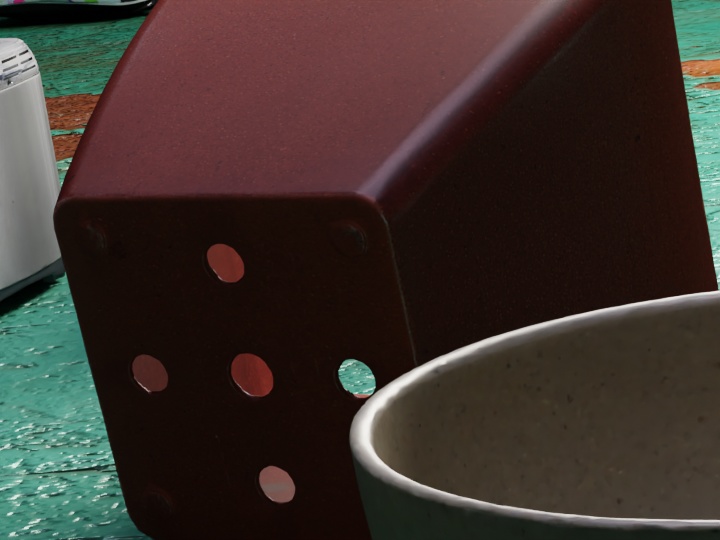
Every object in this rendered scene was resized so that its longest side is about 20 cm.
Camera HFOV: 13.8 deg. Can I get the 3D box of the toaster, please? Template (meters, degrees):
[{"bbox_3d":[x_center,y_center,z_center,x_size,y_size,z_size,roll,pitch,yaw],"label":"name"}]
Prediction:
[{"bbox_3d":[-0.222,-0.046,1.531,0.113,0.130,0.200,-1,12,21],"label":"toaster"}]

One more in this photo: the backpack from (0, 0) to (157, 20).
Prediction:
[{"bbox_3d":[-0.279,-0.310,2.840,0.199,0.152,0.178,-8,12,17],"label":"backpack"}]

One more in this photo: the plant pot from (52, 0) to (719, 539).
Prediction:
[{"bbox_3d":[0.000,0.000,1.075,0.199,0.201,0.176,1,25,30],"label":"plant pot"}]

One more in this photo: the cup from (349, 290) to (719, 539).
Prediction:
[{"bbox_3d":[0.103,0.093,0.642,0.199,0.144,0.200,-5,11,1],"label":"cup"}]
